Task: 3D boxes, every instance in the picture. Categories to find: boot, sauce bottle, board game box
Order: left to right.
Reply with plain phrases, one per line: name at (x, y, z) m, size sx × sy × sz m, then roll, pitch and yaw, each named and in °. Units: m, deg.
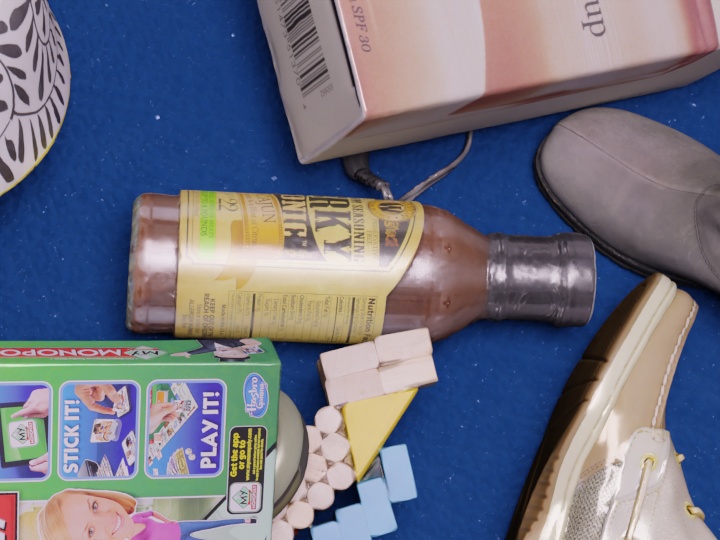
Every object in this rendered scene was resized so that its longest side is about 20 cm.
board game box at (-0.102, 0.124, 0.716) m, size 0.134 × 0.029 × 0.201 m, roll 0°, pitch 106°, yaw -14°
sauce bottle at (0.000, 0.000, 0.832) m, size 0.199 × 0.065 × 0.065 m, roll 2°, pitch 75°, yaw -8°
boot at (0.144, 0.116, 0.813) m, size 0.154 × 0.072 × 0.200 m, roll 22°, pitch 79°, yaw 0°
boot at (0.164, -0.028, 0.814) m, size 0.200 × 0.131 × 0.068 m, roll 35°, pitch 76°, yaw 15°

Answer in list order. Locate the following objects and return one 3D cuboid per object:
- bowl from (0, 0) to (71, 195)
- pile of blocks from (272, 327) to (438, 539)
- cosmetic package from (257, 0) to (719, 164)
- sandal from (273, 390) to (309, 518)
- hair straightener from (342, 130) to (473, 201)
bowl at (-0.210, -0.119, 0.783) m, size 0.200 × 0.094 × 0.201 m, roll 9°, pitch 50°, yaw -11°
pile of blocks at (-0.027, 0.112, 0.802) m, size 0.082 × 0.062 × 0.200 m, roll 39°, pitch 83°, yaw 3°
cosmetic package at (0.064, -0.119, 0.832) m, size 0.199 × 0.087 × 0.104 m, roll -15°, pitch 86°, yaw -23°
sandal at (-0.115, 0.099, 0.757) m, size 0.201 × 0.057 × 0.080 m, roll -34°, pitch 53°, yaw 4°
hair straightener at (0.027, -0.123, 0.879) m, size 0.077 × 0.041 × 0.201 m, roll 3°, pitch 75°, yaw -5°
